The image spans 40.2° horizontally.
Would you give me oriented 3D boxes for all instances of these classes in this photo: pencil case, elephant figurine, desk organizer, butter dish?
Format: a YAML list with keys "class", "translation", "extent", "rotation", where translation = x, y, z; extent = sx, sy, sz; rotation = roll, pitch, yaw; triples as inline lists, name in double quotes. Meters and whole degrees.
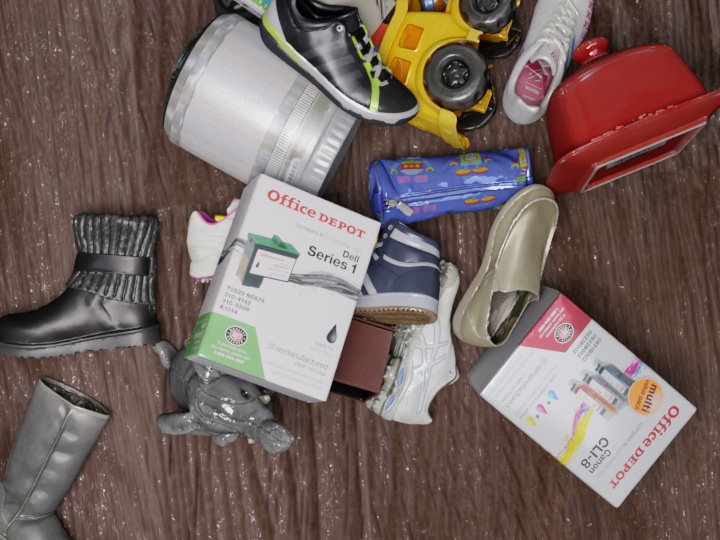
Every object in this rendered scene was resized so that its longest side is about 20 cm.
- class: "pencil case"
  translation: [0.104, -0.096, 1.141]
  extent: [0.198, 0.087, 0.079]
  rotation: [-6, 113, -1]
- class: "elephant figurine"
  translation: [-0.158, 0.136, 1.096]
  extent: [0.154, 0.200, 0.143]
  rotation: [-18, 92, 1]
- class: "desk organizer"
  translation: [-0.068, 0.081, 1.113]
  extent: [0.198, 0.072, 0.078]
  rotation: [18, 70, -10]
- class: "butter dish"
  translation: [0.280, -0.187, 1.092]
  extent: [0.198, 0.199, 0.149]
  rotation: [-22, 82, 1]

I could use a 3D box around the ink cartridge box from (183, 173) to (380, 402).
- class: "ink cartridge box"
  translation: [-0.080, 0.019, 1.031]
  extent: [0.145, 0.084, 0.202]
  rotation: [21, 76, -15]

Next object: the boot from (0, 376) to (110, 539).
- class: "boot"
  translation: [-0.352, 0.254, 1.175]
  extent: [0.181, 0.073, 0.201]
  rotation: [32, 85, -3]

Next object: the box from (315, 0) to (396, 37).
- class: "box"
  translation: [-0.053, -0.333, 1.046]
  extent: [0.069, 0.082, 0.200]
  rotation: [-54, 133, -8]

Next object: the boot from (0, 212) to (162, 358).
- class: "boot"
  translation: [-0.335, 0.013, 1.152]
  extent: [0.209, 0.079, 0.160]
  rotation: [-6, 98, -8]

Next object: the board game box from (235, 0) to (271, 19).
- class: "board game box"
  translation: [-0.079, -0.337, 1.101]
  extent: [0.199, 0.035, 0.127]
  rotation: [27, 92, -42]

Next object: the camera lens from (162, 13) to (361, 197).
- class: "camera lens"
  translation: [-0.109, -0.177, 1.103]
  extent: [0.199, 0.160, 0.161]
  rotation: [29, 92, -1]

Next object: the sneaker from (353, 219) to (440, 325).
- class: "sneaker"
  translation: [0.000, 0.000, 1.131]
  extent: [0.198, 0.070, 0.110]
  rotation: [3, 71, 20]

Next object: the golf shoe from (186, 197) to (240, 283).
- class: "golf shoe"
  translation: [-0.106, -0.046, 1.128]
  extent: [0.198, 0.075, 0.092]
  rotation: [-13, 88, 0]

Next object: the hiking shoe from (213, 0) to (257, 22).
- class: "hiking shoe"
  translation: [-0.133, -0.380, 1.122]
  extent: [0.075, 0.101, 0.202]
  rotation: [14, 90, 14]

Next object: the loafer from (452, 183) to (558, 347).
- class: "loafer"
  translation: [0.176, 0.002, 1.110]
  extent: [0.075, 0.068, 0.202]
  rotation: [14, 105, -36]

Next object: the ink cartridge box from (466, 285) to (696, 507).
- class: "ink cartridge box"
  translation: [0.246, 0.138, 1.122]
  extent: [0.200, 0.145, 0.146]
  rotation: [39, 91, -2]

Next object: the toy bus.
- class: "toy bus"
  translation: [0.077, -0.263, 1.126]
  extent: [0.191, 0.136, 0.202]
  rotation: [22, 90, 15]

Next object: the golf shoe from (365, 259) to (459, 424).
- class: "golf shoe"
  translation: [0.082, 0.089, 1.168]
  extent: [0.097, 0.078, 0.201]
  rotation: [24, 97, -19]

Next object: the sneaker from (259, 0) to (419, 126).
- class: "sneaker"
  translation: [-0.016, -0.228, 1.020]
  extent: [0.199, 0.072, 0.083]
  rotation: [33, 129, -5]

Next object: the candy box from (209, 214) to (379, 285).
- class: "candy box"
  translation: [-0.079, -0.008, 1.177]
  extent: [0.198, 0.026, 0.103]
  rotation: [4, 96, 0]

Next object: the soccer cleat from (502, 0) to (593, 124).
- class: "soccer cleat"
  translation: [0.224, -0.264, 1.135]
  extent: [0.069, 0.086, 0.202]
  rotation: [21, 91, -1]
